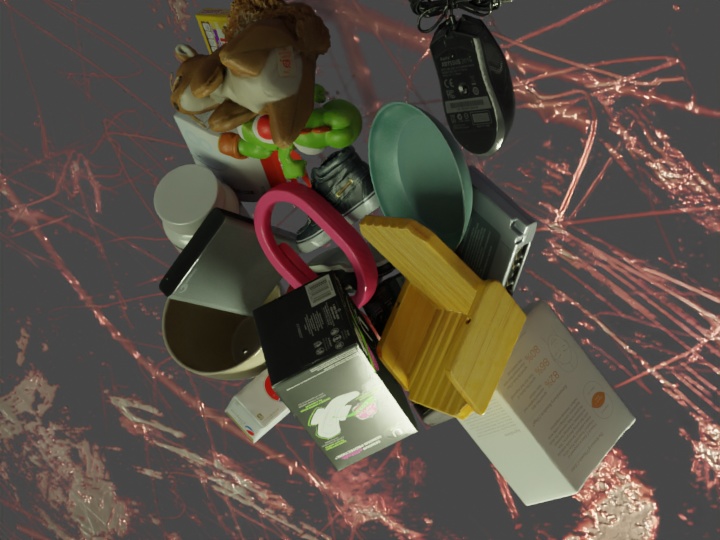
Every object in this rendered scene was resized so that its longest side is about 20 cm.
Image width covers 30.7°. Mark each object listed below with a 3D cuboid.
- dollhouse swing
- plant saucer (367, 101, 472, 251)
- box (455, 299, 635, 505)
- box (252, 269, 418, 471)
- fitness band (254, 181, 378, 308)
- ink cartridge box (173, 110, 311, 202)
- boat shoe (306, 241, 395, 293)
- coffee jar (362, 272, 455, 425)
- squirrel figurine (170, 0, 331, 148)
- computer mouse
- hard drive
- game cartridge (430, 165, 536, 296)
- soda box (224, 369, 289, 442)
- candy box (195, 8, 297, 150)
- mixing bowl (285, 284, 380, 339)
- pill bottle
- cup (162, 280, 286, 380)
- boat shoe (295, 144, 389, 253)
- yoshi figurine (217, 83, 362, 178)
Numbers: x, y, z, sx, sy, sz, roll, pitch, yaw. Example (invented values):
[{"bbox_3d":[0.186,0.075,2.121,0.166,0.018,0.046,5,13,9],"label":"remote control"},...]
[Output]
[{"bbox_3d":[0.063,0.053,1.569,0.176,0.182,0.200,27,173,-25],"label":"dollhouse swing"},{"bbox_3d":[0.079,-0.112,1.597,0.200,0.036,0.200,38,138,45],"label":"plant saucer"},{"bbox_3d":[0.220,0.168,1.656,0.200,0.152,0.106,53,144,-6],"label":"box"},{"bbox_3d":[-0.032,0.131,1.698,0.200,0.124,0.149,58,-172,-42],"label":"box"},{"bbox_3d":[-0.061,-0.028,1.745,0.200,0.037,0.144,44,140,11],"label":"fitness band"},{"bbox_3d":[-0.154,-0.142,1.818,0.200,0.047,0.160,31,159,25],"label":"ink cartridge box"},{"bbox_3d":[0.000,0.000,1.808,0.060,0.076,0.200,60,156,-15],"label":"boat shoe"},{"bbox_3d":[0.087,0.102,1.747,0.104,0.085,0.200,-41,71,50],"label":"coffee jar"},{"bbox_3d":[-0.141,-0.254,1.613,0.186,0.200,0.142,-1,139,48],"label":"squirrel figurine"},{"bbox_3d":[0.132,-0.228,1.462,0.138,0.053,0.200,7,116,47],"label":"computer mouse"},{"bbox_3d":[-0.177,-0.009,1.832,0.033,0.200,0.140,44,104,29],"label":"hard drive"},{"bbox_3d":[0.143,-0.030,1.627,0.133,0.040,0.200,42,144,24],"label":"game cartridge"},{"bbox_3d":[-0.108,0.166,1.967,0.068,0.200,0.064,45,145,7],"label":"soda box"},{"bbox_3d":[-0.149,-0.255,1.756,0.102,0.026,0.200,10,131,40],"label":"candy box"},{"bbox_3d":[-0.051,0.109,1.875,0.200,0.108,0.200,36,166,11],"label":"mixing bowl"},{"bbox_3d":[-0.214,-0.061,1.869,0.114,0.114,0.200,29,164,26],"label":"pill bottle"},{"bbox_3d":[-0.182,0.088,2.009,0.200,0.200,0.143,23,167,31],"label":"cup"},{"bbox_3d":[-0.042,-0.098,1.760,0.091,0.071,0.200,51,138,-6],"label":"boat shoe"},{"bbox_3d":[-0.079,-0.183,1.678,0.200,0.112,0.112,6,142,34],"label":"yoshi figurine"}]
